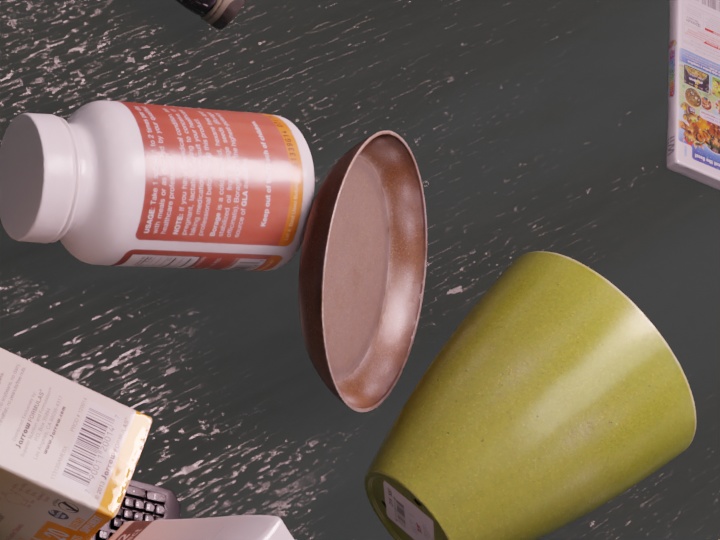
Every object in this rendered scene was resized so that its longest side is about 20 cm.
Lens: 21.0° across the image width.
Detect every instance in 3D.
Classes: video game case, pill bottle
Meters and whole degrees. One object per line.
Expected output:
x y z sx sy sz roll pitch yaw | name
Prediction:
0.335 -0.159 1.747 0.143 0.018 0.201 19 60 -26 | video game case
-0.141 -0.058 1.330 0.199 0.112 0.113 3 69 -33 | pill bottle

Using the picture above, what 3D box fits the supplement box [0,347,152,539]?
-0.243 0.098 1.173 0.200 0.126 0.074 26 59 -12 | supplement box

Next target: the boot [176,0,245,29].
-0.145 -0.292 1.454 0.153 0.073 0.204 19 59 -22 | boot

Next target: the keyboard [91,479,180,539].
-0.161 0.225 1.243 0.104 0.040 0.201 15 62 -28 | keyboard

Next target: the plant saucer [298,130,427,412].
0.000 0.000 1.388 0.200 0.032 0.201 5 90 -68 | plant saucer

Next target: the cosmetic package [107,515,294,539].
-0.097 0.274 1.156 0.165 0.165 0.200 -45 113 -37 | cosmetic package

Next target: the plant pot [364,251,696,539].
0.104 0.120 1.394 0.200 0.187 0.187 -39 94 -23 | plant pot
